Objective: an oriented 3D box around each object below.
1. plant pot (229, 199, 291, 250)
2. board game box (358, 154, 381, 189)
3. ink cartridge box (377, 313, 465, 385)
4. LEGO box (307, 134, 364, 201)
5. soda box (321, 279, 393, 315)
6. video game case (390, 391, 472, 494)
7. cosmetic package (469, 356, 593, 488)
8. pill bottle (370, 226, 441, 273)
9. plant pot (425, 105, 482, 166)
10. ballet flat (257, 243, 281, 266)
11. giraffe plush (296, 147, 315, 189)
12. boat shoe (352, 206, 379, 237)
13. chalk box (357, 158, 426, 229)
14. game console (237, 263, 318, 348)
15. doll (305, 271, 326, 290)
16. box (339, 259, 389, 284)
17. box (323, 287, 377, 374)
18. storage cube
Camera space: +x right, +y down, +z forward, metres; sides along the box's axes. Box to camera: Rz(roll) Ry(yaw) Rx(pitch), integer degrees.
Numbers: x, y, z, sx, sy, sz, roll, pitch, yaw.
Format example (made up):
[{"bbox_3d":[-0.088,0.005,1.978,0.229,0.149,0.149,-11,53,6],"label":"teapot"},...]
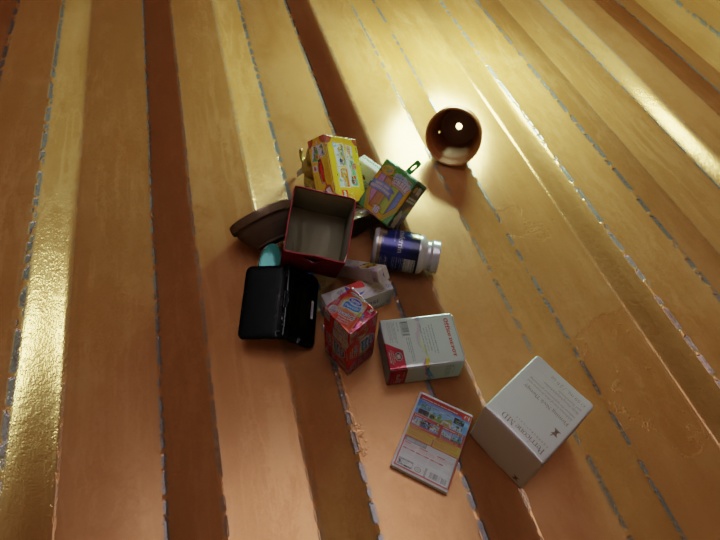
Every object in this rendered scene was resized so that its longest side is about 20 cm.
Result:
[{"bbox_3d":[-0.272,-0.122,1.558,0.198,0.200,0.094,-28,91,-24],"label":"plant pot"},{"bbox_3d":[0.066,-0.265,1.712,0.199,0.128,0.034,39,57,23],"label":"board game box"},{"bbox_3d":[0.153,0.202,1.378,0.195,0.084,0.148,-5,52,-9],"label":"ink cartridge box"},{"bbox_3d":[-0.069,-0.295,1.617,0.147,0.076,0.205,-7,86,-51],"label":"LEGO box"},{"bbox_3d":[-0.010,0.077,1.473,0.196,0.069,0.064,-19,55,-18],"label":"soda box"},{"bbox_3d":[0.171,0.402,1.264,0.141,0.018,0.202,22,53,12],"label":"video game case"},{"bbox_3d":[0.389,0.348,1.232,0.198,0.168,0.167,-33,61,-26],"label":"cosmetic package"},{"bbox_3d":[0.132,-0.055,1.560,0.195,0.117,0.117,10,51,2],"label":"pill bottle"},{"bbox_3d":[0.338,-0.490,1.889,0.196,0.203,0.141,19,34,10],"label":"plant pot"},{"bbox_3d":[-0.257,0.023,1.490,0.069,0.066,0.204,7,58,-8],"label":"ballet flat"},{"bbox_3d":[-0.105,-0.328,1.753,0.159,0.177,0.199,-9,17,-24],"label":"giraffe plush"},{"bbox_3d":[-0.005,-0.163,1.666,0.198,0.075,0.066,-26,54,-35],"label":"boat shoe"},{"bbox_3d":[0.105,-0.240,1.562,0.123,0.124,0.202,38,100,16],"label":"chalk box"},{"bbox_3d":[-0.211,0.097,1.413,0.115,0.175,0.204,-17,59,36],"label":"game console"},{"bbox_3d":[-0.161,0.023,1.514,0.133,0.049,0.203,12,51,6],"label":"doll"},{"bbox_3d":[0.000,0.000,1.483,0.038,0.042,0.198,-30,24,-32],"label":"box"},{"bbox_3d":[-0.026,0.153,1.326,0.095,0.202,0.100,-34,61,-26],"label":"box"},{"bbox_3d":[-0.117,-0.098,1.438,0.167,0.180,0.205,11,74,-9],"label":"storage cube"}]
